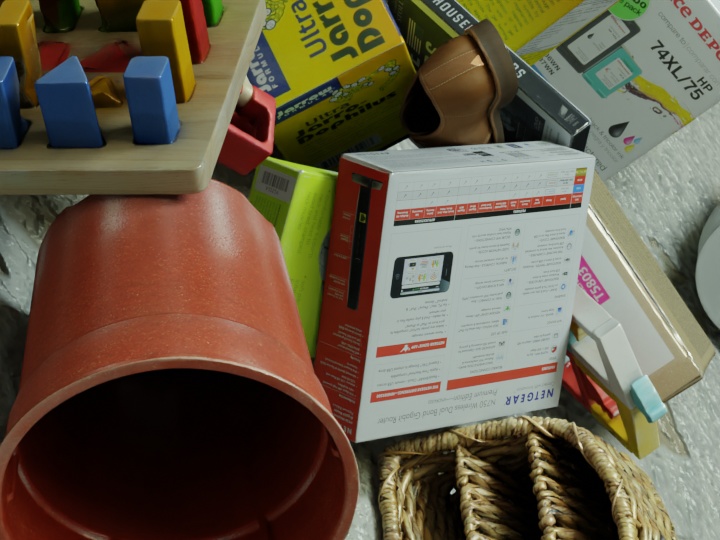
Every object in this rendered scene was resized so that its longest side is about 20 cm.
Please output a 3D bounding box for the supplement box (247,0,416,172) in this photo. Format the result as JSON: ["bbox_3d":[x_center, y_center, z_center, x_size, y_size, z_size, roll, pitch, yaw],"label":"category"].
[{"bbox_3d":[-0.028,-0.147,1.720,0.109,0.109,0.200,63,2,14],"label":"supplement box"}]

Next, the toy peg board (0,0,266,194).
[{"bbox_3d":[-0.174,-0.140,1.486,0.200,0.199,0.098,-75,161,-52],"label":"toy peg board"}]

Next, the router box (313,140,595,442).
[{"bbox_3d":[0.062,0.010,1.674,0.199,0.181,0.049,-6,19,-44],"label":"router box"}]

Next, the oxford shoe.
[{"bbox_3d":[0.057,-0.107,1.706,0.072,0.071,0.200,61,-9,17],"label":"oxford shoe"}]

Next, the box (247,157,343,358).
[{"bbox_3d":[0.000,0.000,1.679,0.199,0.123,0.048,9,9,-46],"label":"box"}]

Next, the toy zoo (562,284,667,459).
[{"bbox_3d":[0.154,0.051,1.804,0.200,0.020,0.132,46,-16,45],"label":"toy zoo"}]

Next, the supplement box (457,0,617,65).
[{"bbox_3d":[0.107,-0.216,1.952,0.110,0.200,0.109,59,30,7],"label":"supplement box"}]

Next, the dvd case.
[{"bbox_3d":[0.080,-0.116,1.817,0.025,0.151,0.200,-34,64,-26],"label":"dvd case"}]

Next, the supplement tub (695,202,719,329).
[{"bbox_3d":[0.376,-0.023,2.208,0.145,0.145,0.200,53,31,-2],"label":"supplement tub"}]

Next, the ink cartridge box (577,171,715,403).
[{"bbox_3d":[0.184,0.009,1.938,0.201,0.075,0.165,57,13,4],"label":"ink cartridge box"}]

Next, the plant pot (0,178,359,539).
[{"bbox_3d":[-0.109,0.061,1.424,0.200,0.201,0.196,35,27,-30],"label":"plant pot"}]

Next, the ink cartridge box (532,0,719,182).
[{"bbox_3d":[0.231,-0.196,2.120,0.147,0.200,0.146,48,31,-9],"label":"ink cartridge box"}]

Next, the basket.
[{"bbox_3d":[0.113,0.188,1.636,0.149,0.142,0.201,33,37,-34],"label":"basket"}]

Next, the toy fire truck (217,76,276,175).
[{"bbox_3d":[-0.125,-0.126,1.614,0.049,0.141,0.201,27,41,-38],"label":"toy fire truck"}]
